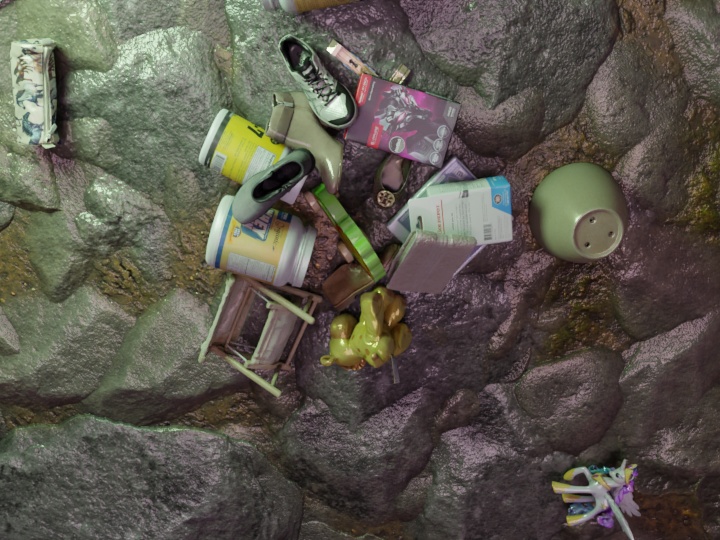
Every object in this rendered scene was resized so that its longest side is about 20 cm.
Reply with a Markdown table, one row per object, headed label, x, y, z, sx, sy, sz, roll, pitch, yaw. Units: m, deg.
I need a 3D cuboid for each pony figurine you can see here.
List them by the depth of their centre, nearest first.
| label | x | y | z | sx | sy | sz | roll | pitch | yaw |
| --- | --- | --- | --- | --- | --- | --- | --- | --- | --- |
| pony figurine | 0.577 | 0.542 | 1.616 | 0.197 | 0.167 | 0.196 | -20 | 104 | 24 |

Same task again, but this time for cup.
| label | x | y | z | sx | sy | sz | roll | pitch | yaw |
| --- | --- | --- | --- | --- | --- | --- | --- | --- | --- |
| cup | 0.445 | -0.096 | 1.352 | 0.195 | 0.144 | 0.205 | 0 | 112 | 0 |

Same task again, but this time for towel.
| label | x | y | z | sx | sy | sz | roll | pitch | yaw |
| --- | --- | --- | --- | --- | --- | --- | --- | --- | --- |
| towel | 0.134 | -0.016 | 1.345 | 0.130 | 0.035 | 0.201 | 5 | 148 | -17 |

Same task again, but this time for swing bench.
| label | x | y | z | sx | sy | sz | roll | pitch | yaw |
| --- | --- | --- | --- | --- | --- | --- | --- | --- | --- |
| swing bench | -0.212 | 0.120 | 1.445 | 0.197 | 0.130 | 0.202 | 25 | 110 | -4 |

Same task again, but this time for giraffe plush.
| label | x | y | z | sx | sy | sz | roll | pitch | yaw |
| --- | --- | --- | --- | --- | --- | --- | --- | --- | --- |
| giraffe plush | 0.003 | 0.142 | 1.441 | 0.160 | 0.204 | 0.172 | -12 | 157 | 32 |

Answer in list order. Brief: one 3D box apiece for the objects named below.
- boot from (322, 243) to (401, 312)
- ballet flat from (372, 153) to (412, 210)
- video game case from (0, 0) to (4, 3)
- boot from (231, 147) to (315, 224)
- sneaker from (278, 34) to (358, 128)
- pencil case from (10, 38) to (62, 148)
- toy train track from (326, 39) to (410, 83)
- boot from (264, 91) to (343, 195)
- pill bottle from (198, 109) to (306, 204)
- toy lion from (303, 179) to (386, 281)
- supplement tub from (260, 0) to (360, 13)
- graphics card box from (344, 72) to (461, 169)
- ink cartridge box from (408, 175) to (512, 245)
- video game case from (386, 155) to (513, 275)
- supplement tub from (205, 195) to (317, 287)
| label | x | y | z | sx | sy | sz | roll | pitch | yaw |
| --- | --- | --- | --- | --- | --- | --- | --- | --- | --- |
| boot | 0.000 | 0.000 | 1.426 | 0.199 | 0.074 | 0.076 | -40 | 97 | 20 |
| ballet flat | 0.077 | -0.211 | 1.355 | 0.066 | 0.047 | 0.203 | 22 | 109 | -10 |
| video game case | -0.737 | -0.550 | 1.228 | 0.197 | 0.023 | 0.185 | -23 | 110 | 9 |
| boot | -0.171 | -0.143 | 1.207 | 0.199 | 0.132 | 0.070 | -40 | 99 | 19 |
| sneaker | -0.084 | -0.341 | 1.240 | 0.075 | 0.088 | 0.201 | -42 | 78 | 10 |
| pencil case | -0.606 | -0.334 | 1.283 | 0.088 | 0.078 | 0.204 | 16 | 113 | 20 |
| toy train track | 0.020 | -0.365 | 1.301 | 0.199 | 0.033 | 0.115 | 36 | 107 | -12 |
| boot | -0.107 | -0.244 | 1.282 | 0.143 | 0.204 | 0.070 | 11 | 149 | -23 |
| pill bottle | -0.199 | -0.214 | 1.316 | 0.197 | 0.115 | 0.116 | 26 | 110 | -11 |
| toy lion | -0.023 | -0.074 | 1.326 | 0.068 | 0.192 | 0.202 | -35 | 108 | -3 |
| supplement tub | -0.080 | -0.528 | 1.176 | 0.195 | 0.146 | 0.148 | -9 | 112 | 3 |
| graphics card box | 0.078 | -0.280 | 1.280 | 0.196 | 0.051 | 0.128 | 17 | 106 | -2 |
| ink cartridge box | 0.193 | -0.110 | 1.344 | 0.195 | 0.068 | 0.118 | -7 | 113 | 3 |
| video game case | 0.183 | -0.100 | 1.405 | 0.182 | 0.023 | 0.200 | 41 | 106 | -15 |
| supplement tub | -0.196 | -0.054 | 1.363 | 0.196 | 0.145 | 0.147 | 16 | 111 | -7 |
